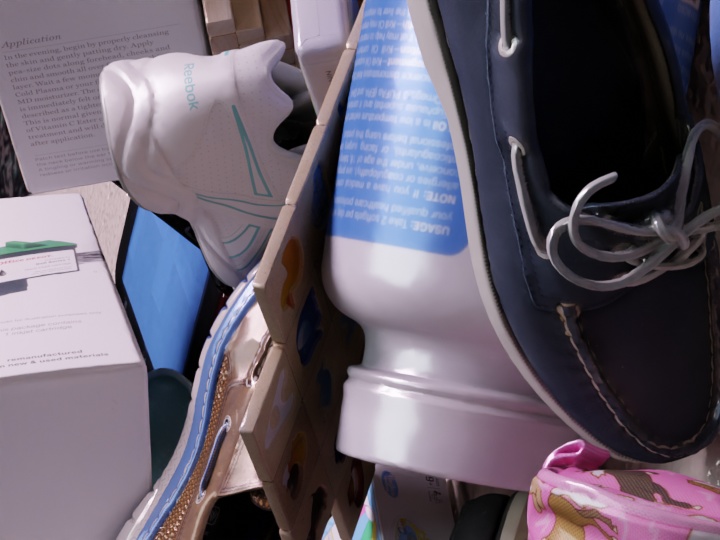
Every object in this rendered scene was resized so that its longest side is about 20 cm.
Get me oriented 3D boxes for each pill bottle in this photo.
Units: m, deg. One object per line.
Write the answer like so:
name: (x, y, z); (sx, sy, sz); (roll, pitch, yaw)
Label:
pill bottle: (0.047, -0.032, 0.734); (0.112, 0.112, 0.201); (-171, 92, -67)

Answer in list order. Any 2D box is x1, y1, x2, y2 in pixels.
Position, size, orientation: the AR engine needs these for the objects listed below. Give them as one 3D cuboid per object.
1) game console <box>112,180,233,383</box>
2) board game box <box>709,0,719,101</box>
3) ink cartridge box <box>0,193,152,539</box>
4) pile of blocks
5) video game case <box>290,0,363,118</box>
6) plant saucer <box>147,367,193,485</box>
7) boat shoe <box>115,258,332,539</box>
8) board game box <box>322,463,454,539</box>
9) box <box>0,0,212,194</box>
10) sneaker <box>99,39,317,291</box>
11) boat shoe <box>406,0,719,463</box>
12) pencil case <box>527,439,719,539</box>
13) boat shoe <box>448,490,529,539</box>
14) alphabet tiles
game console: (-0.133, -0.030, 1.163); (0.119, 0.172, 0.200); (-45, 33, 10)
board game box: (0.163, -0.114, 0.595); (0.158, 0.039, 0.200); (-95, 29, -46)
ink cartridge box: (-0.151, 0.068, 1.033); (0.200, 0.084, 0.147); (-124, 30, -62)
pile of blocks: (-0.044, -0.162, 0.982); (0.200, 0.062, 0.082); (-102, 2, -49)
video game case: (-0.005, -0.109, 0.886); (0.182, 0.022, 0.201); (72, -170, -56)
plant saucer: (-0.091, 0.149, 1.075); (0.200, 0.036, 0.201); (-172, 90, -66)
boat shoe: (-0.035, 0.080, 0.933); (0.072, 0.072, 0.201); (35, 103, 51)
board game box: (0.006, 0.193, 0.838); (0.135, 0.034, 0.201); (122, 149, -43)
box: (-0.122, -0.149, 0.972); (0.200, 0.097, 0.125); (82, 178, -51)
sneaker: (-0.038, -0.041, 0.930); (0.200, 0.080, 0.071); (41, -144, -69)
boat shoe: (0.072, -0.029, 0.647); (0.062, 0.075, 0.201); (16, 126, 60)
pencil case: (0.071, 0.154, 0.638); (0.083, 0.086, 0.201); (-138, 60, -83)
boat shoe: (0.017, 0.163, 0.727); (0.074, 0.063, 0.202); (56, -134, -57)
alphabet tiles: (0.000, 0.000, 0.798); (0.167, 0.006, 0.201); (75, -151, -54)
